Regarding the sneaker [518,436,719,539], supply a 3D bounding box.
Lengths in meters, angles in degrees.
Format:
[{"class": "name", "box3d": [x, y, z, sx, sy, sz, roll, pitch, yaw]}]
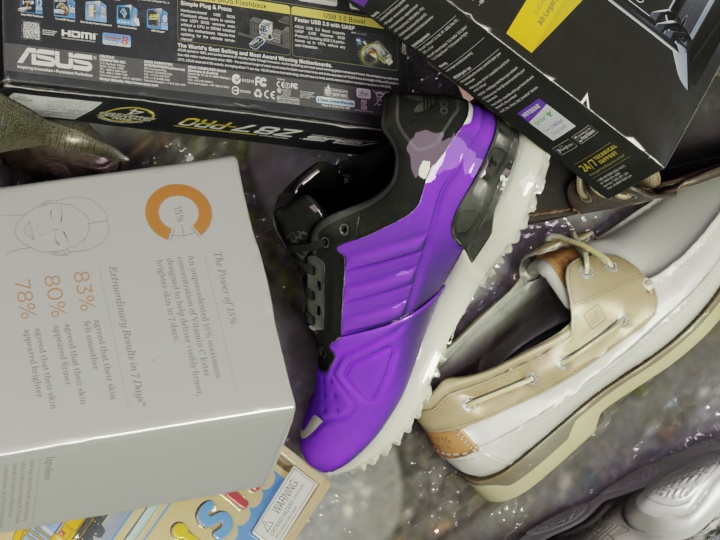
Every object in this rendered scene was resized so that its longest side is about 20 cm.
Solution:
[{"class": "sneaker", "box3d": [0.141, 0.160, 1.133, 0.200, 0.075, 0.114, -28, 95, -2]}]

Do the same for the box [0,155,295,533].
[{"class": "box", "box3d": [-0.142, 0.038, 1.032, 0.200, 0.098, 0.125, -8, 66, -14]}]

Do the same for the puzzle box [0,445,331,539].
[{"class": "puzzle box", "box3d": [-0.117, 0.134, 1.076, 0.133, 0.025, 0.200, 38, 62, -8]}]

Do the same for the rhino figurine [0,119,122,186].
[{"class": "rhino figurine", "box3d": [-0.168, -0.101, 1.077, 0.200, 0.087, 0.060, 57, 44, -7]}]

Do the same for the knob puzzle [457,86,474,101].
[{"class": "knob puzzle", "box3d": [0.123, -0.135, 1.145, 0.219, 0.030, 0.220, 0, 93, 4]}]

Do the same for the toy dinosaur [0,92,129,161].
[{"class": "toy dinosaur", "box3d": [-0.197, -0.056, 0.956, 0.200, 0.102, 0.077, 12, 50, 4]}]

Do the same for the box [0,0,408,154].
[{"class": "box", "box3d": [-0.075, -0.142, 1.058, 0.200, 0.049, 0.162, 4, 78, -29]}]

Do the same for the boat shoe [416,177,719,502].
[{"class": "boat shoe", "box3d": [0.109, 0.017, 1.118, 0.200, 0.075, 0.068, -47, 117, -6]}]

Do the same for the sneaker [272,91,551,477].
[{"class": "sneaker", "box3d": [0.000, 0.000, 1.077, 0.099, 0.070, 0.200, 22, 117, -13]}]

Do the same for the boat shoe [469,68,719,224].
[{"class": "boat shoe", "box3d": [0.121, -0.066, 1.092, 0.200, 0.073, 0.075, -19, 99, 7]}]

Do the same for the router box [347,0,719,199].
[{"class": "router box", "box3d": [0.102, -0.157, 1.036, 0.157, 0.052, 0.200, 37, 64, -11]}]
